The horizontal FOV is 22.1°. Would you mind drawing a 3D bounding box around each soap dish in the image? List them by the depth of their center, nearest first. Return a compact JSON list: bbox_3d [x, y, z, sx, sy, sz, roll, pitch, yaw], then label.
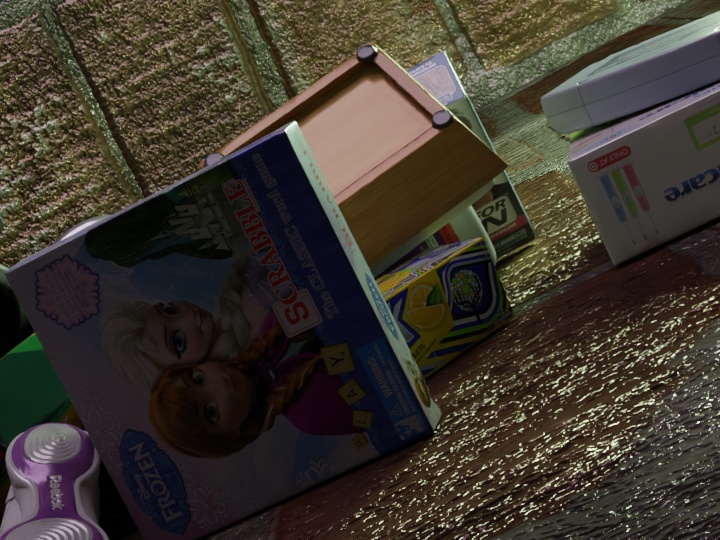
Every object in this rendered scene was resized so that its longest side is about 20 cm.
[{"bbox_3d":[-0.014,-0.071,1.370,0.199,0.082,0.157,-35,45,-7],"label":"soap dish"}]

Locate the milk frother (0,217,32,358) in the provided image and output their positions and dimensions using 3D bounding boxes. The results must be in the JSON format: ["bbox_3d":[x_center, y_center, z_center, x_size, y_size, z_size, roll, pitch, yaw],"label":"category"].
[{"bbox_3d":[-0.364,0.063,1.421,0.197,0.190,0.181,-3,-17,9],"label":"milk frother"}]

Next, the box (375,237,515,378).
[{"bbox_3d":[0.010,0.051,1.267,0.199,0.065,0.070,-32,13,-33],"label":"box"}]

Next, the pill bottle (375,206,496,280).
[{"bbox_3d":[0.000,0.000,1.444,0.199,0.113,0.112,-32,7,1],"label":"pill bottle"}]

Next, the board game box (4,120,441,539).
[{"bbox_3d":[-0.083,0.044,1.113,0.198,0.202,0.041,-26,7,14],"label":"board game box"}]

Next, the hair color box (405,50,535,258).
[{"bbox_3d":[0.067,-0.080,1.535,0.099,0.200,0.061,-27,50,6],"label":"hair color box"}]

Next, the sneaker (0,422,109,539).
[{"bbox_3d":[-0.182,0.178,1.094,0.074,0.101,0.201,3,28,-3],"label":"sneaker"}]

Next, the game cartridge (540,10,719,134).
[{"bbox_3d":[0.236,-0.155,1.353,0.199,0.041,0.133,-19,6,37],"label":"game cartridge"}]

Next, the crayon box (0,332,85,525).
[{"bbox_3d":[-0.243,0.131,1.273,0.172,0.058,0.201,-42,-14,-54],"label":"crayon box"}]

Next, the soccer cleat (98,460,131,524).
[{"bbox_3d":[-0.112,0.086,1.188,0.200,0.068,0.073,-45,8,15],"label":"soccer cleat"}]

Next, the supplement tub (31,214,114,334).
[{"bbox_3d":[-0.194,0.040,1.434,0.122,0.123,0.200,-29,-8,-18],"label":"supplement tub"}]

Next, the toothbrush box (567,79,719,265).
[{"bbox_3d":[0.235,-0.088,1.364,0.144,0.087,0.200,-25,8,12],"label":"toothbrush box"}]
